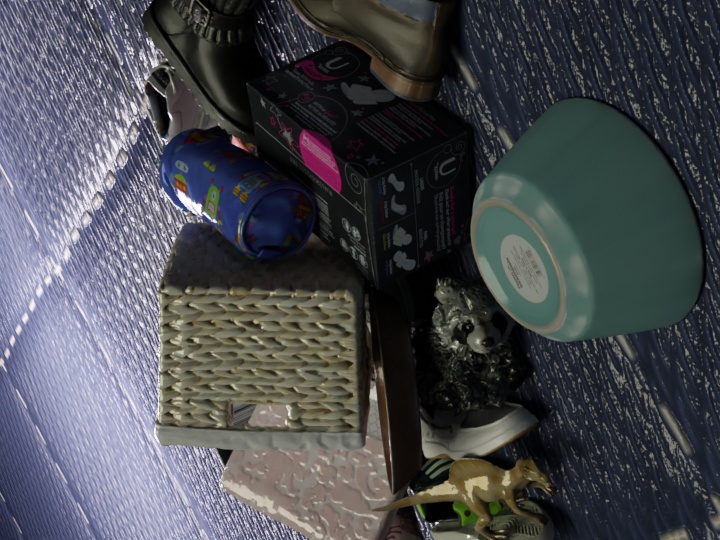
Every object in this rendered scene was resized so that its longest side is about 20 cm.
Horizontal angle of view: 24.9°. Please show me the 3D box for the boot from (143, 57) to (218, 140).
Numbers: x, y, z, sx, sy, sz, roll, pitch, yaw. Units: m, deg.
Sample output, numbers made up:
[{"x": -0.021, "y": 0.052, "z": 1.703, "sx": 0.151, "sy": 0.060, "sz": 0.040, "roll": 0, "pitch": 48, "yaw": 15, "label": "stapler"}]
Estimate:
[{"x": -0.183, "y": -0.221, "z": 1.757, "sx": 0.074, "sy": 0.095, "sz": 0.200, "roll": 45, "pitch": 150, "yaw": 33, "label": "boot"}]

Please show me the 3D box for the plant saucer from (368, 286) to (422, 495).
[{"x": 0.034, "y": 0.113, "z": 1.563, "sx": 0.200, "sy": 0.034, "sz": 0.201, "roll": 175, "pitch": 90, "yaw": -89, "label": "plant saucer"}]

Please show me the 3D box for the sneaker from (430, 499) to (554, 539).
[{"x": 0.150, "y": 0.285, "z": 1.659, "sx": 0.085, "sy": 0.075, "sz": 0.200, "roll": 56, "pitch": 160, "yaw": -10, "label": "sneaker"}]

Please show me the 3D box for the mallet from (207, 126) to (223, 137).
[{"x": -0.172, "y": -0.070, "z": 1.869, "sx": 0.066, "sy": 0.041, "sz": 0.200, "roll": 120, "pitch": 145, "yaw": -67, "label": "mallet"}]

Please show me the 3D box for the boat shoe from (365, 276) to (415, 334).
[{"x": 0.001, "y": 0.000, "z": 1.657, "sx": 0.074, "sy": 0.065, "sz": 0.202, "roll": 24, "pitch": 136, "yaw": 55, "label": "boat shoe"}]

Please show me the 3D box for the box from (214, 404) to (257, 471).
[{"x": -0.115, "y": 0.162, "z": 1.904, "sx": 0.148, "sy": 0.104, "sz": 0.200, "roll": 64, "pitch": -175, "yaw": -5, "label": "box"}]

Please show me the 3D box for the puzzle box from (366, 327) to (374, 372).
[{"x": -0.054, "y": 0.029, "z": 1.741, "sx": 0.133, "sy": 0.025, "sz": 0.200, "roll": 31, "pitch": 166, "yaw": 50, "label": "puzzle box"}]

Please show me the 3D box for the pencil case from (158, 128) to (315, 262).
[{"x": -0.121, "y": -0.070, "z": 1.542, "sx": 0.200, "sy": 0.078, "sz": 0.087, "roll": 32, "pitch": 113, "yaw": 52, "label": "pencil case"}]

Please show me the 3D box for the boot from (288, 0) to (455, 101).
[{"x": 0.009, "y": -0.242, "z": 1.415, "sx": 0.200, "sy": 0.075, "sz": 0.097, "roll": 42, "pitch": 137, "yaw": 24, "label": "boot"}]

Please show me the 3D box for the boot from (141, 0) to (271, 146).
[{"x": -0.118, "y": -0.237, "z": 1.626, "sx": 0.211, "sy": 0.079, "sz": 0.158, "roll": 47, "pitch": 133, "yaw": 1, "label": "boot"}]

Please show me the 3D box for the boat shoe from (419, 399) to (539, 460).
[{"x": 0.103, "y": 0.143, "z": 1.598, "sx": 0.200, "sy": 0.071, "sz": 0.069, "roll": -20, "pitch": 94, "yaw": 64, "label": "boat shoe"}]

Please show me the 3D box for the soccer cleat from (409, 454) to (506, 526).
[{"x": 0.083, "y": 0.226, "z": 1.704, "sx": 0.200, "sy": 0.081, "sz": 0.068, "roll": -3, "pitch": 112, "yaw": 66, "label": "soccer cleat"}]

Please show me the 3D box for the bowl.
[{"x": 0.161, "y": -0.025, "z": 1.280, "sx": 0.201, "sy": 0.105, "sz": 0.201, "roll": 43, "pitch": 148, "yaw": 36, "label": "bowl"}]

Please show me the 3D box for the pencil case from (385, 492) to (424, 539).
[{"x": 0.009, "y": 0.239, "z": 1.812, "sx": 0.089, "sy": 0.078, "sz": 0.200, "roll": -55, "pitch": 48, "yaw": 49, "label": "pencil case"}]

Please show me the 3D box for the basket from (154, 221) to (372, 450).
[{"x": -0.088, "y": 0.058, "z": 1.548, "sx": 0.200, "sy": 0.198, "sz": 0.161, "roll": -85, "pitch": -4, "yaw": -70, "label": "basket"}]

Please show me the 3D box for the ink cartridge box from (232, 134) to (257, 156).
[{"x": -0.092, "y": -0.100, "z": 1.756, "sx": 0.109, "sy": 0.050, "sz": 0.200, "roll": 51, "pitch": 153, "yaw": 25, "label": "ink cartridge box"}]

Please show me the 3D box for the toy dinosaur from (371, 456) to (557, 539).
[{"x": 0.116, "y": 0.213, "z": 1.570, "sx": 0.200, "sy": 0.058, "sz": 0.101, "roll": -20, "pitch": 128, "yaw": 37, "label": "toy dinosaur"}]

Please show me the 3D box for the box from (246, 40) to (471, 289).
[{"x": 0.000, "y": -0.100, "z": 1.503, "sx": 0.200, "sy": 0.115, "sz": 0.132, "roll": 42, "pitch": 149, "yaw": 42, "label": "box"}]

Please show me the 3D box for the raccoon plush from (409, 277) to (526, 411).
[{"x": 0.077, "y": 0.045, "z": 1.536, "sx": 0.200, "sy": 0.097, "sz": 0.134, "roll": 27, "pitch": 129, "yaw": 52, "label": "raccoon plush"}]

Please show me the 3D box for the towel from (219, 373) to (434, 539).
[{"x": -0.034, "y": 0.190, "z": 1.743, "sx": 0.200, "sy": 0.191, "sz": 0.032, "roll": 25, "pitch": 180, "yaw": 27, "label": "towel"}]
